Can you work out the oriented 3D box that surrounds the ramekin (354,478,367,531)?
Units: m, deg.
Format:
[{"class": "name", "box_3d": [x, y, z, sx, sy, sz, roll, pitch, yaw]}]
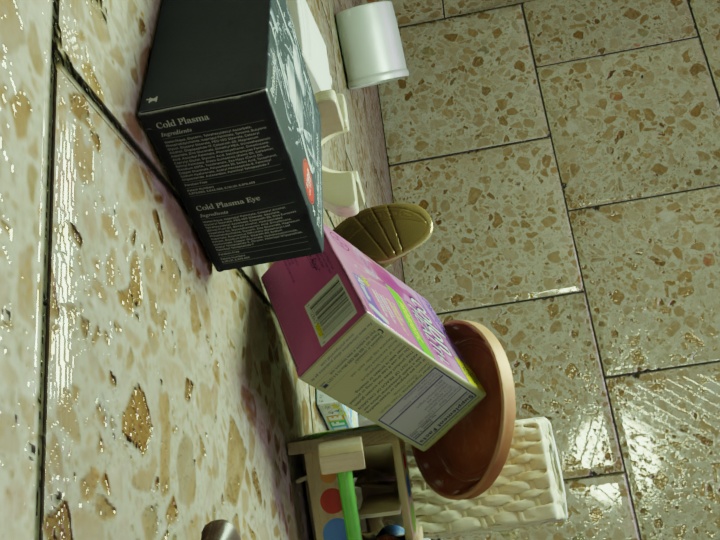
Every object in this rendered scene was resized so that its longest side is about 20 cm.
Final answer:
[{"class": "ramekin", "box_3d": [0.017, 0.308, 1.136, 0.200, 0.105, 0.200, -9, 90, -84]}]

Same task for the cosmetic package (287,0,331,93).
[{"class": "cosmetic package", "box_3d": [-0.095, -0.280, 1.089, 0.200, 0.085, 0.108, 56, 26, -76]}]

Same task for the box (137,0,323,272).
[{"class": "box", "box_3d": [-0.103, -0.137, 0.743, 0.182, 0.104, 0.200, 71, 11, -48]}]

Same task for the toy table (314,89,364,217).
[{"class": "toy table", "box_3d": [-0.067, -0.126, 0.985, 0.184, 0.117, 0.200, 67, 14, -64]}]

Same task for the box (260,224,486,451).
[{"class": "box", "box_3d": [0.012, 0.070, 0.904, 0.200, 0.097, 0.176, 37, 15, -36]}]

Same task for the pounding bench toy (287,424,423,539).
[{"class": "pounding bench toy", "box_3d": [-0.006, 0.257, 0.922, 0.200, 0.124, 0.156, 40, 41, -80]}]

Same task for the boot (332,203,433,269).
[{"class": "boot", "box_3d": [0.000, 0.000, 1.046, 0.073, 0.200, 0.155, 61, -3, 24]}]

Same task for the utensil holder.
[{"class": "utensil holder", "box_3d": [0.027, -0.603, 2.253, 0.170, 0.170, 0.200, -65, 143, -78]}]

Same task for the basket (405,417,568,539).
[{"class": "basket", "box_3d": [0.150, 0.264, 1.060, 0.123, 0.200, 0.136, 36, 44, -71]}]

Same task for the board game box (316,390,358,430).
[{"class": "board game box", "box_3d": [-0.036, 0.137, 1.227, 0.135, 0.034, 0.200, 72, 11, -51]}]

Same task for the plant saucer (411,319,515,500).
[{"class": "plant saucer", "box_3d": [0.115, 0.157, 0.953, 0.200, 0.032, 0.201, -31, -125, 59]}]

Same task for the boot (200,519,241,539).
[{"class": "boot", "box_3d": [-0.076, 0.278, 0.516, 0.166, 0.072, 0.200, -70, 147, -72]}]

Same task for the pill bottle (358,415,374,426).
[{"class": "pill bottle", "box_3d": [0.032, 0.196, 1.380, 0.200, 0.113, 0.113, -92, 170, -50]}]
